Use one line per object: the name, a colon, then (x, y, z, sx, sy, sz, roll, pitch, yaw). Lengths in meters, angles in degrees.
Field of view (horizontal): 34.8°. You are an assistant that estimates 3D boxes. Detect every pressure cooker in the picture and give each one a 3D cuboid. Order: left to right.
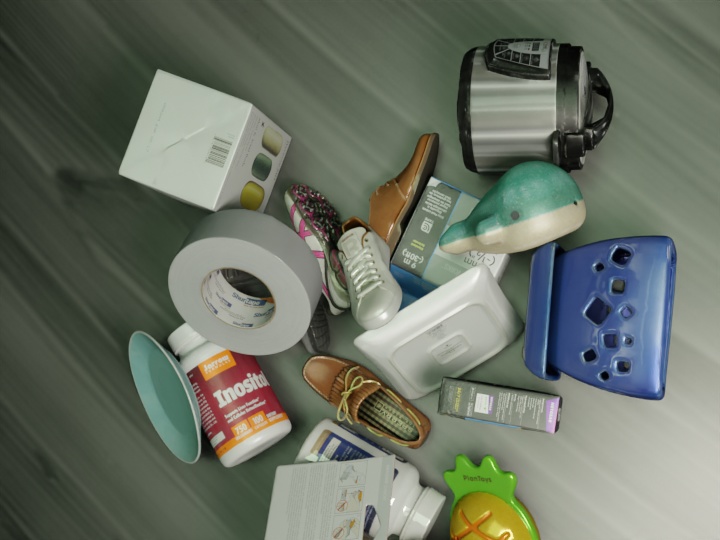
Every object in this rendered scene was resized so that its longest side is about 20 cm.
pressure cooker: (0.237, -0.216, 1.535, 0.198, 0.179, 0.178, 2, 85, 15)

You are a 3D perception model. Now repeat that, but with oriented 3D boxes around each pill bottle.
pill bottle: (-0.190, 0.164, 1.619, 0.112, 0.113, 0.201, -32, 79, 7)
pill bottle: (0.011, 0.295, 1.565, 0.199, 0.111, 0.112, 28, 91, 13)

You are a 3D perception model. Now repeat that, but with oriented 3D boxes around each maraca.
maraca: (0.173, 0.337, 1.517, 0.136, 0.107, 0.202, -7, 103, 37)

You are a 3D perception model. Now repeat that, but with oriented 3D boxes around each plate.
plate: (-0.268, 0.175, 1.616, 0.025, 0.200, 0.201, -23, 77, -30)
plate: (0.113, 0.093, 1.522, 0.198, 0.200, 0.033, -31, 54, 7)

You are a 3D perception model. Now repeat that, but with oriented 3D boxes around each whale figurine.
whale figurine: (0.188, -0.077, 1.472, 0.199, 0.158, 0.105, -14, 94, 42)

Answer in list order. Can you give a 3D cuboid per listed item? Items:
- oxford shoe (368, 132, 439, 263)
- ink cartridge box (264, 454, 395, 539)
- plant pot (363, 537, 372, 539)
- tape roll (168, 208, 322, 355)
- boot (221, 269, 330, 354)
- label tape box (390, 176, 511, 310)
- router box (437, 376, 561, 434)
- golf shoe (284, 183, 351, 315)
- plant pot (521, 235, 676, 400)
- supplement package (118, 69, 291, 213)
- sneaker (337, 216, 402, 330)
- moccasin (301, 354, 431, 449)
oxford shoe: (0.052, -0.108, 1.619, 0.071, 0.071, 0.202, 26, 92, 17)
ink cartridge box: (-0.037, 0.333, 1.438, 0.172, 0.044, 0.202, -9, 49, 21)
plant pot: (-0.034, 0.459, 1.513, 0.185, 0.200, 0.190, -1, 85, 12)
tape roll: (-0.153, 0.017, 1.533, 0.198, 0.066, 0.202, 9, 131, 10)
boot: (-0.134, 0.052, 1.651, 0.131, 0.070, 0.202, -30, 74, 15)
label tape box: (0.123, -0.008, 1.595, 0.142, 0.066, 0.202, 26, 89, 13)
router box: (0.186, 0.175, 1.494, 0.147, 0.200, 0.052, 8, 85, 12)
golf shoe: (-0.063, -0.031, 1.632, 0.092, 0.072, 0.201, -43, 66, 33)
plant pot: (0.311, 0.059, 1.486, 0.178, 0.200, 0.203, 4, 86, 18)
supplement package: (-0.212, -0.164, 1.611, 0.149, 0.200, 0.153, 21, 89, 13)
sneaker: (0.000, 0.000, 1.503, 0.072, 0.201, 0.085, -33, 120, 13)
moccasin: (0.004, 0.183, 1.594, 0.201, 0.078, 0.074, 38, 93, 13)
